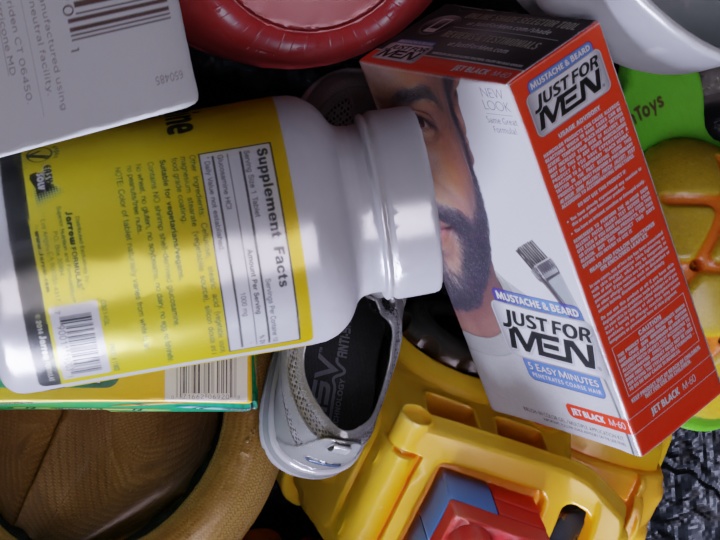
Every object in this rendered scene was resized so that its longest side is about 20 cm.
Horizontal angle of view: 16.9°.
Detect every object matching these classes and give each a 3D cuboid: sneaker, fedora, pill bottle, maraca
[{"bbox_3d":[0.000,0.000,1.162,0.075,0.082,0.201,5,83,-19],"label":"sneaker"},{"bbox_3d":[-0.130,0.076,1.219,0.200,0.082,0.201,0,82,-2],"label":"fedora"},{"bbox_3d":[-0.068,-0.016,1.075,0.200,0.112,0.113,-10,116,-5],"label":"pill bottle"},{"bbox_3d":[0.160,-0.015,1.232,0.137,0.107,0.200,-35,108,-38],"label":"maraca"}]

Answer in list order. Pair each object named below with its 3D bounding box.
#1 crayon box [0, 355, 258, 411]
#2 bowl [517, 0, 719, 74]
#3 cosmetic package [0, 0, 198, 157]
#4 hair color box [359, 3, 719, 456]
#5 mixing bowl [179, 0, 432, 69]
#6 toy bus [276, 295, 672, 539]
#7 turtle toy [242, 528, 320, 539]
[{"bbox_3d":[-0.148,0.007,1.154,0.199,0.058,0.119,0,83,-2],"label":"crayon box"},{"bbox_3d":[0.119,-0.169,1.130,0.201,0.201,0.090,39,135,-23],"label":"bowl"},{"bbox_3d":[-0.205,-0.124,1.005,0.200,0.165,0.165,-6,100,36],"label":"cosmetic package"},{"bbox_3d":[0.085,-0.020,1.126,0.064,0.111,0.200,-34,117,-27],"label":"hair color box"},{"bbox_3d":[-0.028,-0.172,1.126,0.200,0.108,0.201,-4,116,-9],"label":"mixing bowl"},{"bbox_3d":[0.073,0.121,1.235,0.200,0.192,0.136,19,109,-19],"label":"toy bus"},{"bbox_3d":[-0.037,0.194,1.255,0.146,0.200,0.101,24,97,4],"label":"turtle toy"}]
